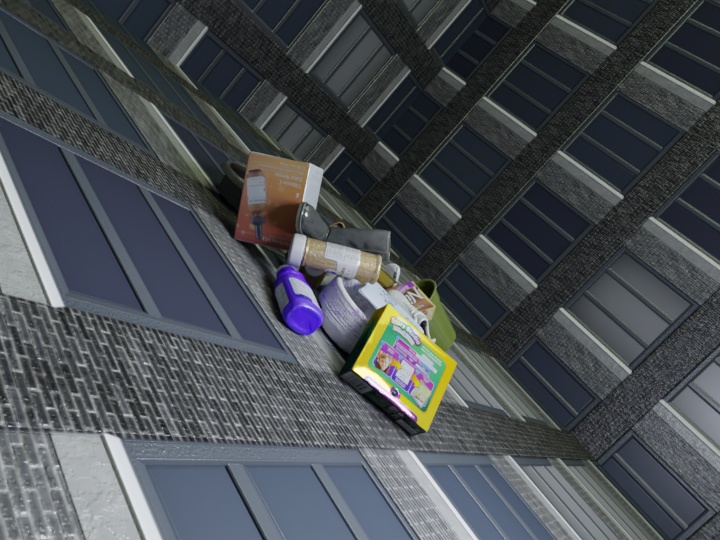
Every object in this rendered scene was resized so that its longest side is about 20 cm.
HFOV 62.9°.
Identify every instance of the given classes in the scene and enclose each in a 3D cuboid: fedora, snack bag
[{"bbox_3d":[-0.307,-0.210,1.579,0.177,0.090,0.200,43,15,12],"label":"fedora"},{"bbox_3d":[0.071,0.099,1.339,0.200,0.021,0.189,46,12,-1],"label":"snack bag"}]

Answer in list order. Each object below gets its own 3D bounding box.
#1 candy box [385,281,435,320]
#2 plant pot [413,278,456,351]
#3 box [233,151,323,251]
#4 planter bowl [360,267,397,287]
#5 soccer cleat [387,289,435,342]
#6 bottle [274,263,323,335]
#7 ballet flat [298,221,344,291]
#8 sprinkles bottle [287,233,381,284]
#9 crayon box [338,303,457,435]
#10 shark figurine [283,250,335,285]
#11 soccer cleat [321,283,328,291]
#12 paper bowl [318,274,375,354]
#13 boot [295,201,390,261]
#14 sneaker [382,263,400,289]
[{"bbox_3d":[0.094,0.105,1.622,0.199,0.057,0.117,-15,45,-29],"label":"candy box"},{"bbox_3d":[0.199,0.164,1.838,0.191,0.199,0.200,53,5,-20],"label":"plant pot"},{"bbox_3d":[-0.186,-0.154,1.353,0.151,0.202,0.106,12,4,12],"label":"box"},{"bbox_3d":[0.000,0.000,1.573,0.200,0.084,0.200,40,0,0],"label":"planter bowl"},{"bbox_3d":[0.132,0.120,1.502,0.069,0.086,0.201,-3,55,-37],"label":"soccer cleat"},{"bbox_3d":[-0.135,0.051,1.207,0.083,0.065,0.200,38,10,-32],"label":"bottle"},{"bbox_3d":[-0.090,-0.039,1.408,0.068,0.201,0.072,32,-24,-1],"label":"ballet flat"},{"bbox_3d":[-0.056,-0.025,1.274,0.198,0.069,0.068,14,15,-9],"label":"sprinkles bottle"},{"bbox_3d":[0.079,0.196,1.178,0.200,0.058,0.173,41,53,-11],"label":"crayon box"},{"bbox_3d":[-0.109,-0.005,1.510,0.212,0.129,0.090,15,36,-6],"label":"shark figurine"},{"bbox_3d":[-0.017,0.072,1.479,0.199,0.070,0.087,11,48,-47],"label":"soccer cleat"},{"bbox_3d":[-0.012,0.112,1.315,0.200,0.104,0.201,43,12,-11],"label":"paper bowl"},{"bbox_3d":[-0.033,-0.080,1.292,0.198,0.073,0.182,12,-20,13],"label":"boot"},{"bbox_3d":[0.072,0.041,1.731,0.087,0.200,0.075,-32,72,-37],"label":"sneaker"}]
